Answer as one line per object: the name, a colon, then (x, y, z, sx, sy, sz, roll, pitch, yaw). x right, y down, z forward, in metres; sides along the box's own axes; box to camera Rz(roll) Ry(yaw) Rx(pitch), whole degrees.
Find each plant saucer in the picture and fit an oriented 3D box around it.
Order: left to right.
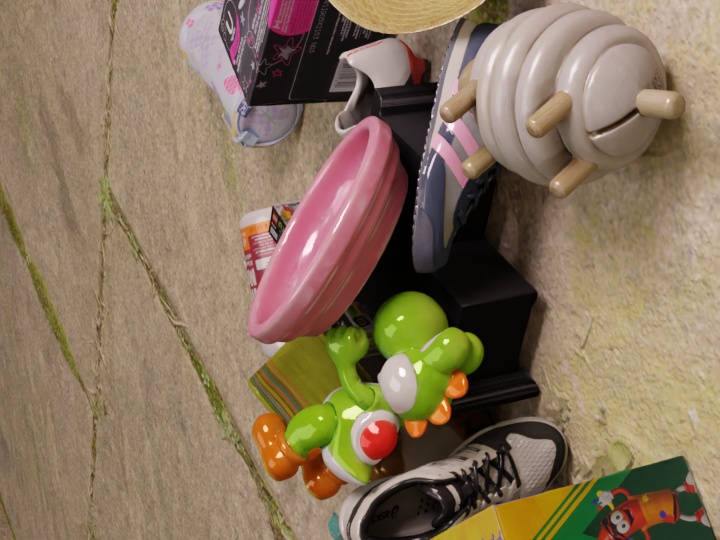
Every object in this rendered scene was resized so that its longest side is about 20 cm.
plant saucer: (-0.021, -0.025, 1.100, 0.201, 0.051, 0.201, -57, 13, 20)

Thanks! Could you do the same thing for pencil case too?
pencil case: (-0.137, -0.222, 1.546, 0.091, 0.083, 0.201, -57, 43, 25)

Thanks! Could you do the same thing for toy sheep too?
toy sheep: (0.141, -0.118, 0.945, 0.199, 0.137, 0.139, 22, 119, 48)

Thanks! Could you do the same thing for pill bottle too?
pill bottle: (-0.058, 0.033, 1.439, 0.109, 0.109, 0.202, -17, 83, 65)

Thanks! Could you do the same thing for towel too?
towel: (-0.054, 0.110, 1.334, 0.086, 0.018, 0.200, 47, 150, 2)

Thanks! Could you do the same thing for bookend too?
bookend: (0.080, -0.024, 1.149, 0.199, 0.091, 0.201, 49, 139, 46)

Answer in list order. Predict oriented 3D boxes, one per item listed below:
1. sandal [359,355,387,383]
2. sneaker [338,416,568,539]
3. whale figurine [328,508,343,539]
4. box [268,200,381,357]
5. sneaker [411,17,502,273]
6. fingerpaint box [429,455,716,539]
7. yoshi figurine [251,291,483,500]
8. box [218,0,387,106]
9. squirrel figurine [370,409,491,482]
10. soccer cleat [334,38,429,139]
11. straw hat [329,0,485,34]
sandal: (0.015, 0.112, 1.356, 0.055, 0.081, 0.202, -132, 47, -58)
sneaker: (0.080, 0.180, 1.093, 0.088, 0.199, 0.076, 141, 105, -84)
whale figurine: (0.006, 0.321, 1.399, 0.160, 0.103, 0.200, 55, 165, -3)
box: (0.000, 0.000, 1.306, 0.200, 0.109, 0.035, 54, 144, 43)
sneaker: (0.091, -0.091, 1.048, 0.070, 0.081, 0.202, 38, -116, -81)
fingerpaint box: (0.136, 0.211, 1.027, 0.200, 0.166, 0.074, -49, 55, 60)
yoshi figurine: (0.009, 0.090, 1.097, 0.200, 0.112, 0.112, -37, 92, 24)
box: (-0.042, -0.265, 1.277, 0.201, 0.131, 0.115, 112, 144, -48)
squirrel figurine: (0.079, 0.220, 1.230, 0.188, 0.141, 0.200, 64, 166, 11)
soccer cleat: (0.016, -0.112, 1.260, 0.069, 0.085, 0.202, 36, 130, 56)
straw hat: (0.063, -0.255, 1.104, 0.085, 0.200, 0.202, 44, -164, -56)
